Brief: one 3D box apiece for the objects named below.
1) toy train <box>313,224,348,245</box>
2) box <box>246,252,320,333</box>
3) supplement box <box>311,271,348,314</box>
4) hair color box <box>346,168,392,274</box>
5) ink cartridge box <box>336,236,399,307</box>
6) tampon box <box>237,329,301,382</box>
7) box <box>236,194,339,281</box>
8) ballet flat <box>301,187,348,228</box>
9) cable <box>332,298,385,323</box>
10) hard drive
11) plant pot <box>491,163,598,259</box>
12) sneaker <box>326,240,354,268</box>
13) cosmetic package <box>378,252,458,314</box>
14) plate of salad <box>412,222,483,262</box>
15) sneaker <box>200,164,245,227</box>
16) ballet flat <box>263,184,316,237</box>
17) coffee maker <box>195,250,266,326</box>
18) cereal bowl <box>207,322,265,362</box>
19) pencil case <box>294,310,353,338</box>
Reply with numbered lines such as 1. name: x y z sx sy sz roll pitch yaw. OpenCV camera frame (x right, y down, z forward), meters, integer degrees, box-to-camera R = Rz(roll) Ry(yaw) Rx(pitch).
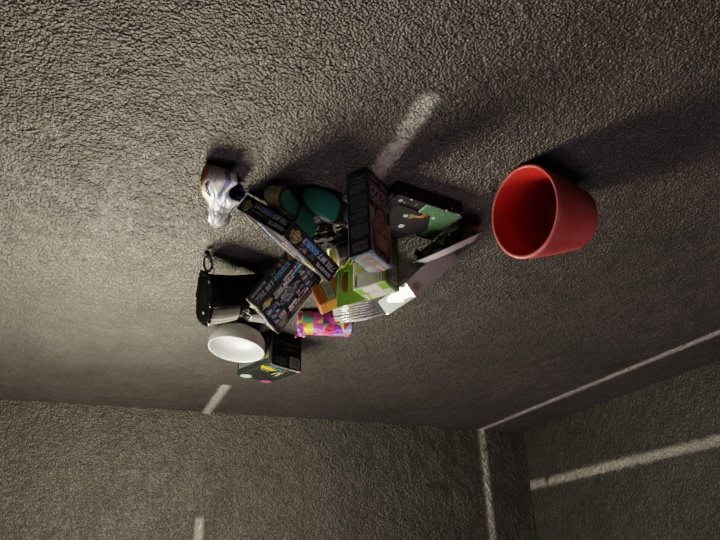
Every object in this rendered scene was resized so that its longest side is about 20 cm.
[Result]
1. toy train: -0.087 -0.092 1.611 0.195 0.047 0.034 -10 149 19
2. box: -0.200 0.049 1.724 0.049 0.201 0.199 32 166 23
3. supplement box: -0.035 0.045 1.794 0.196 0.070 0.067 -22 156 -8
4. hair color box: 0.019 -0.107 1.405 0.059 0.205 0.100 -16 152 27
5. ink cartridge box: 0.000 0.000 1.683 0.196 0.151 0.075 -17 149 28
6. tampon box: -0.330 0.314 2.327 0.197 0.129 0.148 -24 147 37
7. box: -0.165 -0.075 1.479 0.197 0.050 0.200 30 169 42
8. ballet flat: -0.052 -0.132 1.493 0.196 0.075 0.073 20 149 -15
9. cable: 0.013 0.103 1.899 0.197 0.071 0.198 -10 -178 41
10. hard drive: 0.131 -0.139 1.540 0.196 0.039 0.139 14 150 -28
11. plant pot: 0.423 -0.123 1.438 0.174 0.206 0.200 4 156 -33
12. sneaker: -0.040 -0.037 1.633 0.082 0.077 0.200 -12 -175 -1
13. cosmetic package: 0.156 0.027 1.730 0.199 0.052 0.151 -37 177 -37
14. plate of salad: 0.216 -0.069 1.624 0.196 0.049 0.200 -24 -179 0
15. sneaker: -0.298 -0.154 1.427 0.085 0.077 0.201 4 155 -2
16. ballet flat: -0.165 -0.139 1.499 0.069 0.073 0.200 -10 154 16
17. coffee maker: -0.338 0.056 1.766 0.196 0.135 0.196 -2 125 -36
18. cereal bowl: -0.418 0.236 2.197 0.194 0.085 0.202 4 149 2
19. pencil case: -0.119 0.178 2.116 0.194 0.091 0.089 -1 155 -4
